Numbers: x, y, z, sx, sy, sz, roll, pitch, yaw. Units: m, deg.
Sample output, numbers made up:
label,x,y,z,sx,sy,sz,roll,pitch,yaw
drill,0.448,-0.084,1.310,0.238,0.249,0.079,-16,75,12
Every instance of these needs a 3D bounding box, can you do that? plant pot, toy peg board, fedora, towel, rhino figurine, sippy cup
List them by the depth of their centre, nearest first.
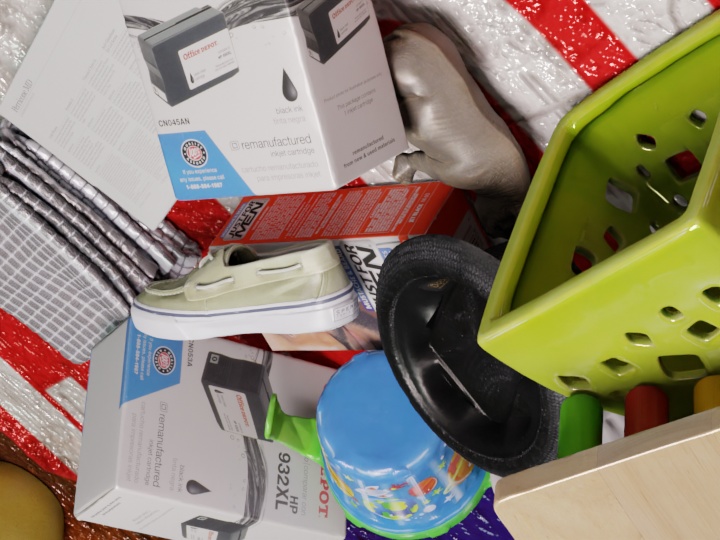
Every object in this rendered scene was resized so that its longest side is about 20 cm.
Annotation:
label,x,y,z,sx,sy,sz,roll,pitch,yaw
toy peg board,0.210,0.135,1.078,0.198,0.098,0.200,-22,122,24
plant pot,0.215,-0.011,1.114,0.181,0.200,0.200,37,142,-16
rhino figurine,0.064,-0.083,1.250,0.087,0.060,0.200,-14,124,46
fedora,0.099,0.043,1.255,0.200,0.091,0.201,38,148,30
sippy cup,0.026,0.121,1.403,0.140,0.177,0.130,63,-178,22
towel,-0.249,-0.017,1.527,0.200,0.086,0.165,41,143,-10
plant pot,-0.376,0.275,1.891,0.199,0.142,0.201,20,141,17

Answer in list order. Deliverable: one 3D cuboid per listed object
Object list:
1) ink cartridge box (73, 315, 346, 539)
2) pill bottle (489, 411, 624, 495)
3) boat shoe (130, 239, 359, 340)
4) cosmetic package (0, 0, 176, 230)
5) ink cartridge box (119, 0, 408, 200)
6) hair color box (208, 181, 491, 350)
label,x,y,z,sx,sy,sz,roll,pitch,yaw
ink cartridge box,-0.112,0.135,1.485,0.199,0.146,0.084,17,149,-27
pill bottle,0.170,0.177,1.365,0.111,0.113,0.200,10,153,27
boat shoe,-0.086,0.011,1.366,0.199,0.072,0.062,-4,103,34
cosmetic package,-0.165,-0.133,1.366,0.150,0.052,0.200,36,143,-7
ink cartridge box,-0.069,-0.154,1.192,0.144,0.084,0.201,-2,110,40
hair color box,0.000,0.000,1.384,0.199,0.064,0.111,-2,131,39
